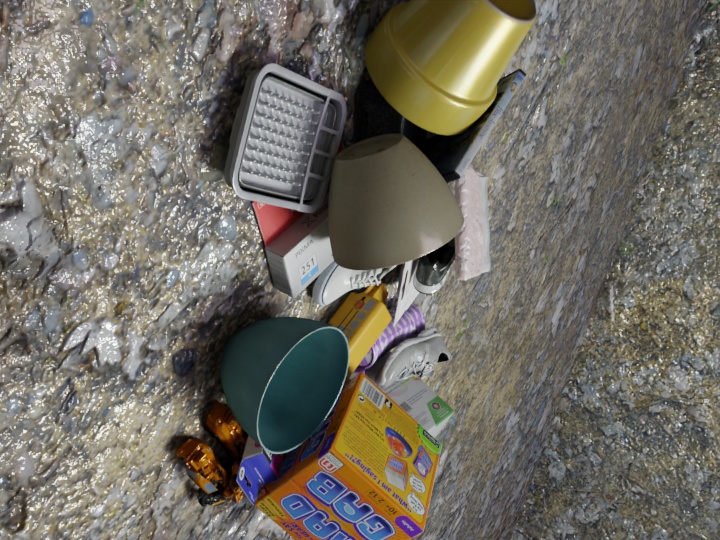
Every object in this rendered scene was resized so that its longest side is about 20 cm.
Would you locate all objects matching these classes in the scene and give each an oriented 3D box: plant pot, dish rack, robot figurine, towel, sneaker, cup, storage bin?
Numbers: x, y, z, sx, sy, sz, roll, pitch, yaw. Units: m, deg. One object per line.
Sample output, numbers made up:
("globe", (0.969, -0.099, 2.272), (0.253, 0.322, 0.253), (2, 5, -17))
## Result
("plant pot", (-0.130, 0.149, 1.069), (0.200, 0.135, 0.201), (-37, 140, -39))
("dish rack", (-0.102, -0.172, 0.953), (0.200, 0.043, 0.172), (5, 102, -59))
("robot figurine", (-0.211, 0.296, 1.127), (0.145, 0.058, 0.200), (-52, 148, -26))
("towel", (0.208, -0.087, 1.332), (0.191, 0.032, 0.201), (-7, 96, -68))
("sneaker", (0.108, 0.174, 1.372), (0.200, 0.082, 0.075), (-28, 157, -43))
("cup", (0.033, -0.110, 1.025), (0.200, 0.200, 0.144), (-39, 120, -38))
("storage bin", (0.085, -0.246, 1.162), (0.200, 0.094, 0.136), (-34, 139, -44))
("sneaker", (0.155, -0.053, 1.319), (0.091, 0.066, 0.200), (94, 22, -53))
("sneaker", (0.000, 0.000, 1.233), (0.200, 0.071, 0.073), (-40, 142, -37))
("plant pot", (0.137, -0.326, 1.006), (0.201, 0.201, 0.189), (-30, 170, -46))

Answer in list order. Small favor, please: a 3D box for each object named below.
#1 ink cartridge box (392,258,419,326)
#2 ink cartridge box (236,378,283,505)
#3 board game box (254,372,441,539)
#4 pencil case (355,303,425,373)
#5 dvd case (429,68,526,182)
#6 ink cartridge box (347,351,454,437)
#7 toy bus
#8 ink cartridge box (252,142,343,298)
("ink cartridge box", (0.089, -0.011, 1.350), (0.200, 0.050, 0.161), (-44, 148, -56))
("ink cartridge box", (-0.147, 0.262, 1.147), (0.095, 0.037, 0.200), (76, 22, -48))
("board game box", (-0.014, 0.340, 1.203), (0.200, 0.200, 0.200), (-42, -170, 29))
("pencil case", (0.048, 0.127, 1.392), (0.200, 0.084, 0.086), (-25, 102, -48))
("dvd case", (0.165, -0.213, 1.108), (0.018, 0.143, 0.200), (37, 76, -15))
("ink cartridge box", (0.056, 0.254, 1.378), (0.145, 0.200, 0.084), (-22, 147, -51))
("toy bus", (-0.012, 0.104, 1.277), (0.200, 0.078, 0.065), (-52, 140, -21))
("ink cartridge box", (-0.066, -0.084, 1.090), (0.200, 0.045, 0.176), (-46, 146, -30))
